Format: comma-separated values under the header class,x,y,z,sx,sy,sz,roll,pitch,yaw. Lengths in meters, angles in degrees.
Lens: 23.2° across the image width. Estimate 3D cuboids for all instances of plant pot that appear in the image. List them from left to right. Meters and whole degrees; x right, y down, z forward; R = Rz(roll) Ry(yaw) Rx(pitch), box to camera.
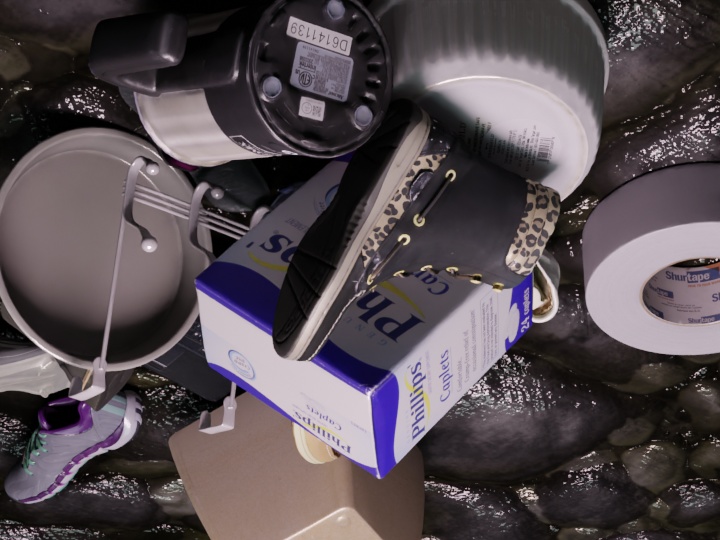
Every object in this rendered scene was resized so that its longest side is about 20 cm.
class,x,y,z,sx,sy,sz,roll,pitch,yaw
plant pot,-0.049,0.235,1.726,0.199,0.178,0.200,-30,127,11

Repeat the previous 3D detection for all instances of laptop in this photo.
class,x,y,z,sx,sy,sz,roll,pitch,yaw
laptop,-0.134,0.074,1.630,0.177,0.104,0.200,31,125,-34

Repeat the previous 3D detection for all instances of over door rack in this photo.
class,x,y,z,sx,sy,sz,roll,pitch,yaw
over door rack,-0.139,0.024,1.427,0.147,0.202,0.066,21,167,-38

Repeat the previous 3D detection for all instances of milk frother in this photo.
class,x,y,z,sx,sy,sz,roll,pitch,yaw
milk frother,-0.078,-0.188,1.260,0.180,0.201,0.188,34,164,-29

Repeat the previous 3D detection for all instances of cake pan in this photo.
class,x,y,z,sx,sy,sz,roll,pitch,yaw
cake pan,-0.218,-0.017,1.449,0.199,0.202,0.037,24,161,-28

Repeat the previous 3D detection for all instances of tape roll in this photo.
class,x,y,z,sx,sy,sz,roll,pitch,yaw
tape roll,0.295,-0.007,1.539,0.198,0.067,0.201,0,144,0

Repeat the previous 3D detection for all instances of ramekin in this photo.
class,x,y,z,sx,sy,sz,roll,pitch,yaw
ramekin,0.087,-0.122,1.299,0.198,0.106,0.201,1,138,1

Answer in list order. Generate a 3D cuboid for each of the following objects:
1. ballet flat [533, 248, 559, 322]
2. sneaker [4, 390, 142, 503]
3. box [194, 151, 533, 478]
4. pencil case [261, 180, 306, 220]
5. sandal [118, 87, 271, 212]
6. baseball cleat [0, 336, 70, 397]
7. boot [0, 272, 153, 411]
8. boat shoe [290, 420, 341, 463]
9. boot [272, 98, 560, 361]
class,x,y,z,sx,sy,sz,roll,pitch,yaw
ballet flat,0.108,-0.020,1.461,0.069,0.070,0.200,-23,136,30
sneaker,-0.316,0.168,1.799,0.200,0.075,0.087,-36,135,27
box,0.005,0.025,1.365,0.183,0.200,0.105,30,146,28
pencil case,0.000,0.000,1.545,0.199,0.084,0.090,29,145,-32
sandal,-0.130,-0.103,1.436,0.075,0.048,0.201,-14,141,22
baseball cleat,-0.344,0.076,1.679,0.199,0.107,0.070,-9,141,-39
boot,-0.263,0.034,1.573,0.138,0.077,0.200,40,142,7
boat shoe,-0.025,0.113,1.559,0.066,0.074,0.201,5,147,10
boot,0.041,-0.004,1.255,0.153,0.074,0.205,24,102,-28
